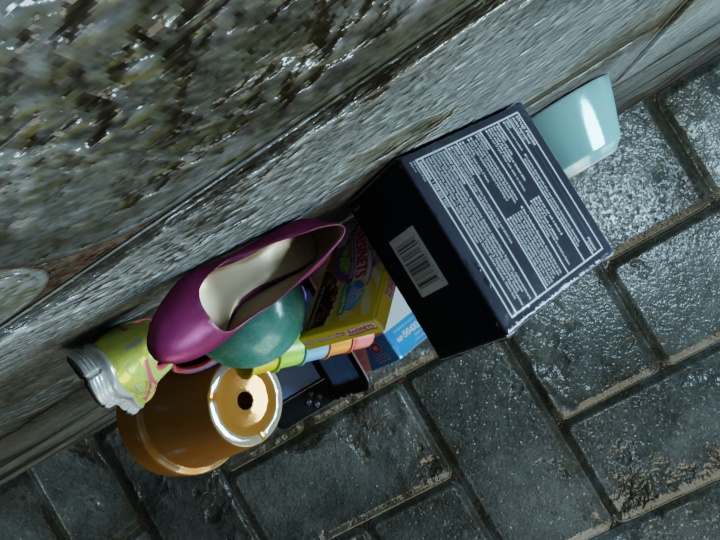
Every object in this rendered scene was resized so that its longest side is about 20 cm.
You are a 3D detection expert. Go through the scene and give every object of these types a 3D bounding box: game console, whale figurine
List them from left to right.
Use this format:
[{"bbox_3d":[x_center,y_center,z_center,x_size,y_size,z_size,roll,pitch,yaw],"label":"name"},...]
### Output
[{"bbox_3d":[-0.130,0.057,0.725,0.159,0.104,0.200,-30,-179,-23],"label":"whale figurine"},{"bbox_3d":[-0.103,0.126,0.974,0.172,0.200,0.119,-30,178,-1],"label":"game console"}]

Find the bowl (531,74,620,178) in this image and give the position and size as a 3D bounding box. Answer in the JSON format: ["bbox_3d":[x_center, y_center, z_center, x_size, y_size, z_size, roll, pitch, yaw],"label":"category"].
[{"bbox_3d":[0.315,-0.198,0.991,0.200,0.105,0.201,-30,177,-2],"label":"bowl"}]

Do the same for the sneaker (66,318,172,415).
[{"bbox_3d":[-0.221,0.091,0.649,0.090,0.078,0.200,-37,-178,-15],"label":"sneaker"}]

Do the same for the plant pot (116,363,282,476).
[{"bbox_3d":[-0.218,0.194,0.931,0.183,0.201,0.200,-16,-171,43],"label":"plant pot"}]

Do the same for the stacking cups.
[{"bbox_3d":[-0.069,0.092,0.852,0.199,0.061,0.060,-10,165,-38],"label":"stacking cups"}]

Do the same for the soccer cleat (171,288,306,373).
[{"bbox_3d":[-0.159,0.077,0.841,0.199,0.067,0.076,-27,-173,-4],"label":"soccer cleat"}]

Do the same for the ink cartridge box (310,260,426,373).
[{"bbox_3d":[-0.009,0.051,0.985,0.084,0.200,0.146,-32,180,-38],"label":"ink cartridge box"}]

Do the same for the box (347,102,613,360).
[{"bbox_3d":[0.131,-0.043,0.695,0.198,0.200,0.123,-29,177,-32],"label":"box"}]

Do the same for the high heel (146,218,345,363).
[{"bbox_3d":[-0.095,0.009,0.557,0.096,0.068,0.200,-20,-160,38],"label":"high heel"}]

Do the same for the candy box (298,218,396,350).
[{"bbox_3d":[0.000,0.000,0.743,0.102,0.026,0.200,-16,-143,29],"label":"candy box"}]
